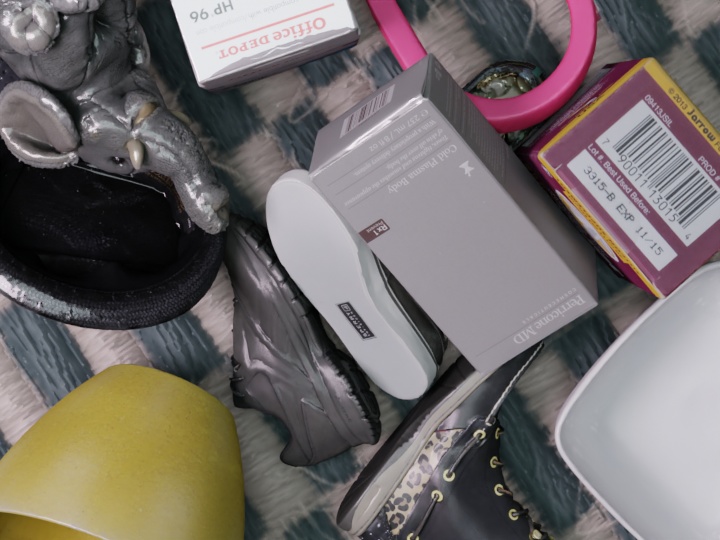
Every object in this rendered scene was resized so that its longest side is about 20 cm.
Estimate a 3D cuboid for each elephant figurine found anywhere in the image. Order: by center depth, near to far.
[{"bbox_3d":[-0.184,-0.124,1.447,0.141,0.155,0.200,-17,123,-3],"label":"elephant figurine"}]

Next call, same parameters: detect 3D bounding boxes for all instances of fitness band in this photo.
[{"bbox_3d":[0.085,-0.191,1.512,0.144,0.037,0.200,-30,70,1],"label":"fitness band"}]

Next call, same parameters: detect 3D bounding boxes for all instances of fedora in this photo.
[{"bbox_3d":[-0.199,-0.025,1.508,0.200,0.092,0.201,8,60,-14],"label":"fedora"}]

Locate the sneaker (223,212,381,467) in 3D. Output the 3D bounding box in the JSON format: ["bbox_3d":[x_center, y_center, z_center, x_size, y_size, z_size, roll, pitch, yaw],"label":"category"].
[{"bbox_3d":[-0.065,0.053,1.543,0.091,0.076,0.200,-29,89,11],"label":"sneaker"}]

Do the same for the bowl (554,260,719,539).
[{"bbox_3d":[0.260,0.111,1.548,0.200,0.075,0.200,44,92,-3],"label":"bowl"}]

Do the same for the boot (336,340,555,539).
[{"bbox_3d":[0.100,0.151,1.551,0.154,0.073,0.204,40,95,-6],"label":"boot"}]

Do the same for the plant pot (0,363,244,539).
[{"bbox_3d":[-0.161,0.151,1.502,0.200,0.200,0.142,22,66,-2],"label":"plant pot"}]

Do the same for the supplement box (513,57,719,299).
[{"bbox_3d":[0.190,-0.067,1.473,0.103,0.200,0.131,-42,93,2],"label":"supplement box"}]

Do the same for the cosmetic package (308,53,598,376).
[{"bbox_3d":[0.067,-0.037,1.467,0.107,0.090,0.200,-35,108,20],"label":"cosmetic package"}]

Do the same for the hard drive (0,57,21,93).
[{"bbox_3d":[-0.269,-0.182,1.493,0.200,0.042,0.135,-12,92,-35],"label":"hard drive"}]

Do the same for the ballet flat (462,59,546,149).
[{"bbox_3d":[0.058,-0.077,1.538,0.074,0.074,0.200,41,92,-3],"label":"ballet flat"}]

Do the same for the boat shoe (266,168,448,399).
[{"bbox_3d":[0.000,0.000,1.518,0.071,0.064,0.200,-6,127,37],"label":"boat shoe"}]

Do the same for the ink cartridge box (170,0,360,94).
[{"bbox_3d":[-0.064,-0.172,1.464,0.116,0.200,0.068,-19,94,0],"label":"ink cartridge box"}]
